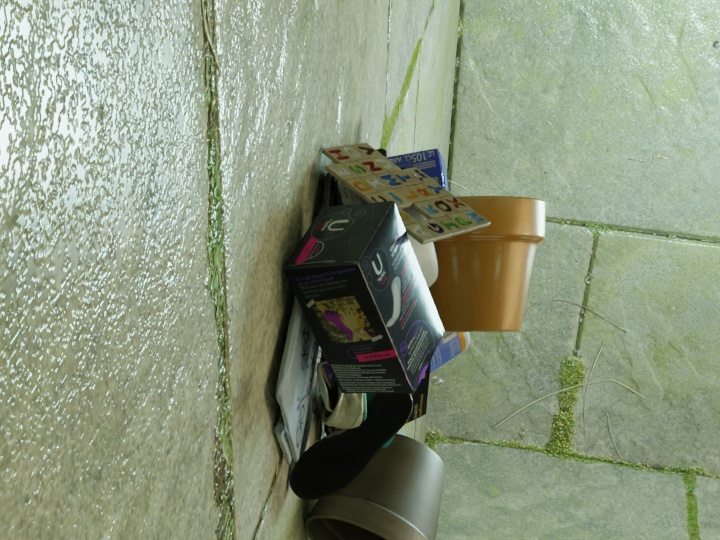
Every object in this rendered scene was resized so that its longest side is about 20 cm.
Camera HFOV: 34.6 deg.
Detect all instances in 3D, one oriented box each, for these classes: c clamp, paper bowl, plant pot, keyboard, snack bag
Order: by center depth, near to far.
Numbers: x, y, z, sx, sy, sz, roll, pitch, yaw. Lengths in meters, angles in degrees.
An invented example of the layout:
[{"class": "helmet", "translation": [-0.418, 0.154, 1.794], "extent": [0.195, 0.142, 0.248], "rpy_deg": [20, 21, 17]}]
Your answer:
[{"class": "snack bag", "translation": [-0.078, 0.115, 1.415], "extent": [0.201, 0.021, 0.190], "rpy_deg": [85, 14, -60]}, {"class": "c clamp", "translation": [-0.038, -0.025, 1.537], "extent": [0.201, 0.027, 0.172], "rpy_deg": [83, 12, -56]}, {"class": "paper bowl", "translation": [0.040, -0.040, 1.540], "extent": [0.201, 0.103, 0.203], "rpy_deg": [165, -90, -89]}, {"class": "keyboard", "translation": [-0.067, 0.173, 1.589], "extent": [0.056, 0.011, 0.203], "rpy_deg": [45, 53, -80]}, {"class": "plant pot", "translation": [0.168, -0.004, 1.659], "extent": [0.200, 0.198, 0.186], "rpy_deg": [20, 68, -82]}, {"class": "plant pot", "translation": [0.041, 0.346, 1.715], "extent": [0.201, 0.198, 0.174], "rpy_deg": [87, 27, -54]}]

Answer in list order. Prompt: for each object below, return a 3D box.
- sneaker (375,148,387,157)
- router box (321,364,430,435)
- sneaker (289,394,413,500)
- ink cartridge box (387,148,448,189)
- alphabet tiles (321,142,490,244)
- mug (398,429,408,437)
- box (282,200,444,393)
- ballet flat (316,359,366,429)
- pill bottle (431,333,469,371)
[{"class": "sneaker", "translation": [0.037, -0.092, 1.662], "extent": [0.078, 0.081, 0.201], "rpy_deg": [-91, 163, -45]}, {"class": "router box", "translation": [0.022, 0.180, 1.698], "extent": [0.052, 0.156, 0.201], "rpy_deg": [58, -16, 30]}, {"class": "sneaker", "translation": [-0.015, 0.232, 1.572], "extent": [0.199, 0.084, 0.121], "rpy_deg": [-40, 176, -7]}, {"class": "ink cartridge box", "translation": [0.066, -0.136, 1.792], "extent": [0.200, 0.135, 0.077], "rpy_deg": [-5, 85, -83]}, {"class": "alphabet tiles", "translation": [0.050, -0.103, 1.458], "extent": [0.167, 0.200, 0.008], "rpy_deg": [-16, 139, -53]}, {"class": "mug", "translation": [0.014, 0.296, 1.895], "extent": [0.175, 0.146, 0.202], "rpy_deg": [-84, 151, -85]}, {"class": "box", "translation": [0.008, 0.035, 1.371], "extent": [0.123, 0.105, 0.201], "rpy_deg": [-59, 136, -44]}, {"class": "ballet flat", "translation": [-0.025, 0.103, 1.487], "extent": [0.067, 0.062, 0.203], "rpy_deg": [170, -81, -71]}, {"class": "pill bottle", "translation": [0.066, 0.127, 1.834], "extent": [0.112, 0.199, 0.112], "rpy_deg": [52, -17, 23]}]
